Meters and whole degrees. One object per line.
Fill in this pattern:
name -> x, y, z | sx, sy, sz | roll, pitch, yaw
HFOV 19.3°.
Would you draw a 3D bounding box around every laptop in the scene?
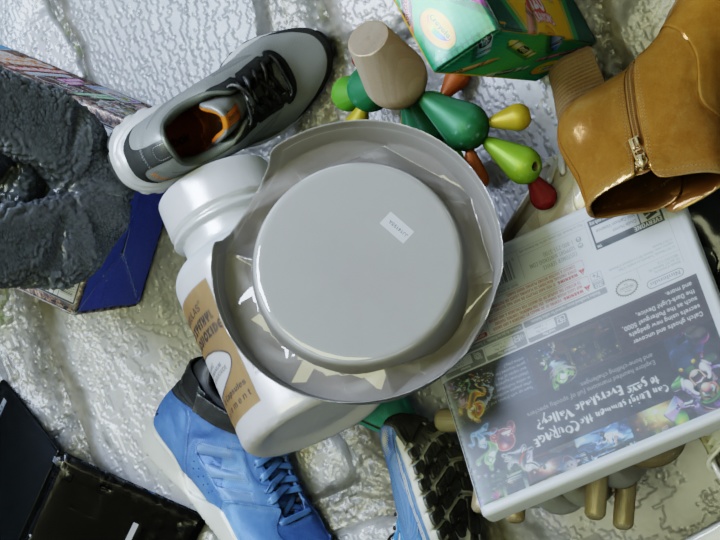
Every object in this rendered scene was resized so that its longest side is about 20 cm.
laptop -> -0.247, 0.221, 1.750 | 0.199, 0.103, 0.178 | 24, 105, -5

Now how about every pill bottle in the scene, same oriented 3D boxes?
pill bottle -> -0.069, 0.023, 1.537 | 0.114, 0.114, 0.201 | -33, 70, 23

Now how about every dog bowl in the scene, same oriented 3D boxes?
dog bowl -> 0.000, 0.000, 1.447 | 0.199, 0.059, 0.201 | -1, 73, 5

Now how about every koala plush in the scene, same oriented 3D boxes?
koala plush -> -0.292, -0.059, 1.585 | 0.200, 0.183, 0.178 | -1, 84, 46

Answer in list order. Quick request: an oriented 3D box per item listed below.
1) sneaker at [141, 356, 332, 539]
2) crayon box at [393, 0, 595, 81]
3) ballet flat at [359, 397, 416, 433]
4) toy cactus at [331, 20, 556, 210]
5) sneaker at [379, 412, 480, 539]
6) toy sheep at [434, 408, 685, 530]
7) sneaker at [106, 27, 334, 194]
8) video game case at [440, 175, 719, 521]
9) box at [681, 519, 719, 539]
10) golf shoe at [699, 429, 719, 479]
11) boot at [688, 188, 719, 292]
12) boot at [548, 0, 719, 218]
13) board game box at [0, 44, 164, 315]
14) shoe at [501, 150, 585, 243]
sneaker -> -0.075, 0.148, 1.628 | 0.200, 0.077, 0.111 | 43, 118, 23
crayon box -> 0.082, -0.198, 1.468 | 0.058, 0.200, 0.119 | -32, 80, 23
ballet flat -> -0.036, 0.050, 1.608 | 0.200, 0.067, 0.071 | 30, 115, 22
toy cactus -> 0.047, -0.121, 1.499 | 0.102, 0.165, 0.200 | -46, 50, -5
sneaker -> 0.041, 0.204, 1.571 | 0.089, 0.078, 0.201 | -9, 100, 31
toy sheep -> 0.137, 0.112, 1.502 | 0.199, 0.138, 0.139 | 0, 93, 30
sneaker -> -0.091, -0.120, 1.571 | 0.079, 0.200, 0.074 | -12, 111, 58
video game case -> 0.149, 0.051, 1.433 | 0.199, 0.023, 0.182 | -24, 62, 15
box -> 0.238, 0.252, 1.472 | 0.200, 0.109, 0.128 | -32, 80, 23
golf shoe -> 0.250, 0.090, 1.416 | 0.200, 0.088, 0.077 | 36, 133, 15
boot -> 0.274, -0.030, 1.456 | 0.168, 0.076, 0.200 | 39, 114, 14
boot -> 0.229, -0.116, 1.433 | 0.201, 0.071, 0.144 | -24, 50, 9
board game box -> -0.259, -0.077, 1.690 | 0.199, 0.097, 0.160 | 24, 102, 22
shoe -> 0.132, -0.036, 1.522 | 0.053, 0.070, 0.200 | 29, 108, -3
